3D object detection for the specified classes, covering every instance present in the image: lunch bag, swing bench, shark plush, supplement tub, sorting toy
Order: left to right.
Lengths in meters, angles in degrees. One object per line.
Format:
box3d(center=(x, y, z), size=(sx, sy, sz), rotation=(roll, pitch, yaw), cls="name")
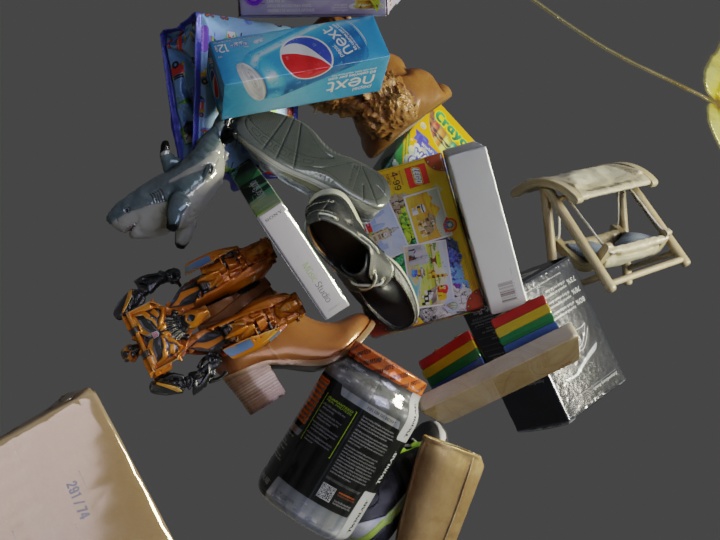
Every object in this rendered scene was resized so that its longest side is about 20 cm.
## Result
box3d(center=(-0.200, -0.118, 1.150), size=(0.083, 0.091, 0.200), rotation=(32, 89, 5), cls="shark plush")
box3d(center=(-0.151, -0.198, 1.242), size=(0.150, 0.094, 0.201), rotation=(-2, 86, -39), cls="lunch bag")
box3d(center=(-0.016, 0.188, 1.139), size=(0.122, 0.122, 0.200), rotation=(32, 88, -24), cls="supplement tub")
box3d(center=(0.165, 0.110, 1.254), size=(0.070, 0.198, 0.200), rotation=(65, 6, 16), cls="sorting toy")
box3d(center=(0.364, -0.068, 1.542), size=(0.198, 0.130, 0.201), rotation=(-15, 84, -38), cls="swing bench")

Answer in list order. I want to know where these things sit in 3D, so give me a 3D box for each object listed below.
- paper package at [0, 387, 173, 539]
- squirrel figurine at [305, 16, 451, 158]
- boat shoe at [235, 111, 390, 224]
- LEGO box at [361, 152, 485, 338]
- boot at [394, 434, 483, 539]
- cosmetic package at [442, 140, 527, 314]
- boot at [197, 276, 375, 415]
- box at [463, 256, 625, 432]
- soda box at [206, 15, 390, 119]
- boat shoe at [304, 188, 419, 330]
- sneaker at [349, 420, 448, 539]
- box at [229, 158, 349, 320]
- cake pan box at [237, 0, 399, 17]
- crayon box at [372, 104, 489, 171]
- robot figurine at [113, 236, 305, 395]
box3d(center=(-0.302, 0.245, 0.969), size=(0.190, 0.103, 0.200), rotation=(-30, 95, -37), cls="paper package")
box3d(center=(0.000, -0.253, 1.305), size=(0.187, 0.141, 0.200), rotation=(52, 16, -2), cls="squirrel figurine")
box3d(center=(-0.062, -0.120, 1.216), size=(0.201, 0.065, 0.075), rotation=(27, 52, -11), cls="boat shoe")
box3d(center=(0.060, -0.028, 1.291), size=(0.148, 0.077, 0.201), rotation=(-16, 83, 4), cls="LEGO box")
box3d(center=(0.108, 0.314, 1.218), size=(0.175, 0.066, 0.201), rotation=(26, 81, -42), cls="boot")
box3d(center=(0.155, -0.059, 1.282), size=(0.151, 0.051, 0.201), rotation=(-68, 143, -80), cls="cosmetic package")
box3d(center=(-0.093, 0.057, 1.197), size=(0.200, 0.077, 0.156), rotation=(-30, 88, -20), cls="boot")
box3d(center=(0.257, 0.103, 1.423), size=(0.148, 0.104, 0.201), rotation=(-24, 91, -39), cls="box")
box3d(center=(-0.072, -0.234, 1.168), size=(0.199, 0.068, 0.064), rotation=(-14, 67, -18), cls="soda box")
box3d(center=(0.000, 0.000, 1.193), size=(0.200, 0.072, 0.068), rotation=(54, 18, -21), cls="boat shoe")
box3d(center=(0.035, 0.245, 1.236), size=(0.083, 0.072, 0.200), rotation=(47, 54, -13), cls="sneaker")
box3d(center=(-0.085, -0.040, 1.155), size=(0.036, 0.200, 0.145), rotation=(-34, 114, -4), cls="box")
box3d(center=(-0.041, -0.358, 1.272), size=(0.200, 0.183, 0.052), rotation=(-66, 158, -63), cls="cake pan box")
box3d(center=(0.101, -0.151, 1.425), size=(0.126, 0.052, 0.200), rotation=(44, 54, -17), cls="crayon box")
box3d(center=(-0.170, 0.048, 1.113), size=(0.200, 0.058, 0.145), rotation=(-27, 80, -13), cls="robot figurine")
